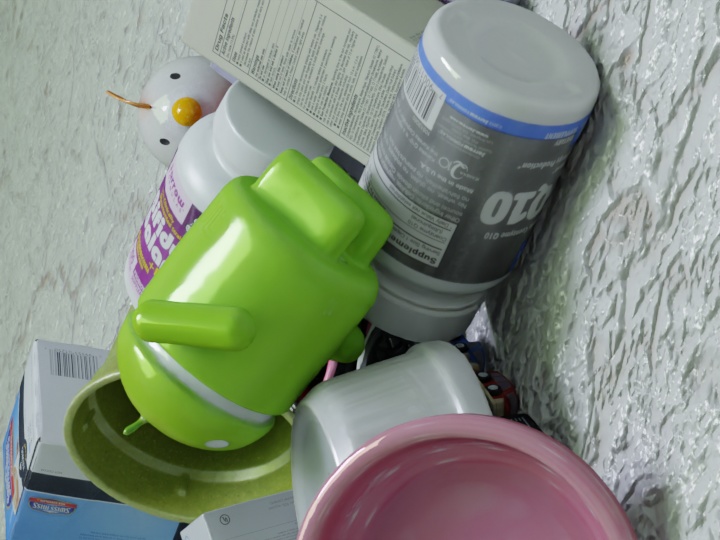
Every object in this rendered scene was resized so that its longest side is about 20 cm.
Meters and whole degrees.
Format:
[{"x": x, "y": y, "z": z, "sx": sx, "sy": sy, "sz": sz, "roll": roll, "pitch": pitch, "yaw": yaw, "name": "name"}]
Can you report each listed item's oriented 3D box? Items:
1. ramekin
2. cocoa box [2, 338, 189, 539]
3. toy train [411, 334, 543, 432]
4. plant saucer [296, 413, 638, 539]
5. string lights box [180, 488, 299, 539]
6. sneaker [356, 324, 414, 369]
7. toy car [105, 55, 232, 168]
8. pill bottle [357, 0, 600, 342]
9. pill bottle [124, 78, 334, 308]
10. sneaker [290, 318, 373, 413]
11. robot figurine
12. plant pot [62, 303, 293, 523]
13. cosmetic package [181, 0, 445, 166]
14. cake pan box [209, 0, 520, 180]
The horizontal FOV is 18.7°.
[{"x": 0.021, "y": 0.148, "z": 1.312, "sx": 0.202, "sy": 0.094, "sz": 0.203, "roll": 171, "pitch": 90, "yaw": -76, "name": "ramekin"}, {"x": -0.199, "y": 0.162, "z": 1.883, "sx": 0.134, "sy": 0.200, "sz": 0.131, "roll": -103, "pitch": 28, "yaw": -49, "name": "cocoa box"}, {"x": 0.075, "y": 0.080, "z": 1.352, "sx": 0.200, "sy": 0.046, "sz": 0.034, "roll": -127, "pitch": 31, "yaw": -63, "name": "toy train"}, {"x": 0.062, "y": 0.176, "z": 1.175, "sx": 0.051, "sy": 0.200, "sz": 0.201, "roll": -2, "pitch": -75, "yaw": -69, "name": "plant saucer"}, {"x": -0.034, "y": 0.244, "z": 1.395, "sx": 0.059, "sy": 0.103, "sz": 0.200, "roll": -43, "pitch": 62, "yaw": 62, "name": "string lights box"}, {"x": 0.017, "y": 0.122, "z": 1.462, "sx": 0.083, "sy": 0.072, "sz": 0.200, "roll": 153, "pitch": 125, "yaw": -69, "name": "sneaker"}, {"x": -0.106, "y": -0.119, "z": 1.700, "sx": 0.177, "sy": 0.200, "sz": 0.185, "roll": -16, "pitch": -68, "yaw": -85, "name": "toy car"}, {"x": 0.061, "y": -0.058, "z": 1.358, "sx": 0.114, "sy": 0.114, "sz": 0.200, "roll": -101, "pitch": 27, "yaw": -48, "name": "pill bottle"}, {"x": -0.090, "y": -0.043, "z": 1.554, "sx": 0.200, "sy": 0.112, "sz": 0.112, "roll": 120, "pitch": 153, "yaw": -44, "name": "pill bottle"}, {"x": -0.025, "y": 0.077, "z": 1.491, "sx": 0.095, "sy": 0.079, "sz": 0.200, "roll": -56, "pitch": -31, "yaw": -41, "name": "sneaker"}, {"x": -0.069, "y": 0.024, "z": 1.327, "sx": 0.116, "sy": 0.175, "sz": 0.200, "roll": 43, "pitch": 104, "yaw": 19, "name": "robot figurine"}, {"x": -0.123, "y": 0.074, "z": 1.762, "sx": 0.200, "sy": 0.200, "sz": 0.184, "roll": 120, "pitch": 165, "yaw": -46, "name": "plant pot"}, {"x": -0.016, "y": -0.155, "z": 1.464, "sx": 0.200, "sy": 0.071, "sz": 0.105, "roll": 36, "pitch": 128, "yaw": 20, "name": "cosmetic package"}, {"x": 0.003, "y": -0.166, "z": 1.524, "sx": 0.200, "sy": 0.052, "sz": 0.184, "roll": 39, "pitch": 130, "yaw": 18, "name": "cake pan box"}]
